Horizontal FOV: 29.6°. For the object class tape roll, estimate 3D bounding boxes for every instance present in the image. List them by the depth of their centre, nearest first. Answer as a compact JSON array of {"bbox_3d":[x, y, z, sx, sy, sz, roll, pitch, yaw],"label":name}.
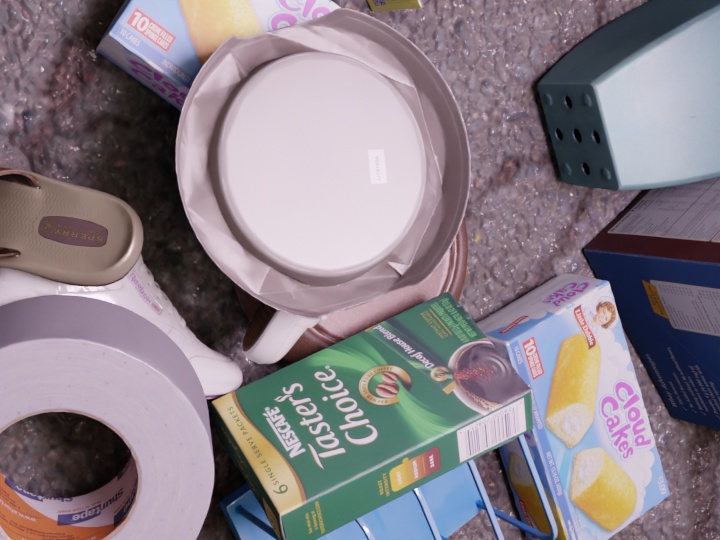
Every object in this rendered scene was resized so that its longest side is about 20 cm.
[{"bbox_3d":[-0.194,0.121,0.880,0.197,0.066,0.203,-4,113,-9],"label":"tape roll"}]

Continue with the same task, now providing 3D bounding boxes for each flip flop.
[{"bbox_3d":[-0.236,-0.032,0.856,0.197,0.058,0.082,10,79,0],"label":"flip flop"}]

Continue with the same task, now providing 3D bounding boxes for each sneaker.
[{"bbox_3d":[-0.156,0.025,0.932,0.199,0.075,0.101,29,82,-29],"label":"sneaker"},{"bbox_3d":[0.000,0.000,0.966,0.085,0.073,0.201,42,73,-13],"label":"sneaker"}]

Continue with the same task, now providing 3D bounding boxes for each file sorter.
[{"bbox_3d":[0.028,0.187,1.000,0.199,0.122,0.140,-33,114,-23],"label":"file sorter"}]

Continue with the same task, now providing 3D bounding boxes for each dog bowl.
[{"bbox_3d":[-0.029,-0.067,0.890,0.197,0.059,0.204,1,86,-19],"label":"dog bowl"}]

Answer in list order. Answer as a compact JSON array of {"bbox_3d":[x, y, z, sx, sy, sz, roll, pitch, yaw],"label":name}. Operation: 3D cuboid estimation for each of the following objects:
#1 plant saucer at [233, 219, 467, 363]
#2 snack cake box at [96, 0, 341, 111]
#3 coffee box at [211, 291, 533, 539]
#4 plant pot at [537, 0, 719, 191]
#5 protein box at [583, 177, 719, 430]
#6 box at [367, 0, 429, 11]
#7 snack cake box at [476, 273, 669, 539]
[{"bbox_3d":[-0.001,-0.018,1.025,0.197,0.034,0.204,1,87,-23],"label":"plant saucer"},{"bbox_3d":[-0.069,-0.146,0.949,0.199,0.067,0.116,34,78,-15],"label":"snack cake box"},{"bbox_3d":[0.008,0.101,0.948,0.198,0.123,0.044,-23,134,-15],"label":"coffee box"},{"bbox_3d":[0.257,-0.146,1.126,0.198,0.141,0.143,-23,106,-19],"label":"plant pot"},{"bbox_3d":[0.331,0.026,1.144,0.135,0.199,0.200,-41,113,-20],"label":"protein box"},{"bbox_3d":[0.088,-0.271,1.048,0.199,0.075,0.051,-39,114,-22],"label":"box"},{"bbox_3d":[0.172,0.120,1.129,0.114,0.067,0.203,-27,108,-24],"label":"snack cake box"}]
